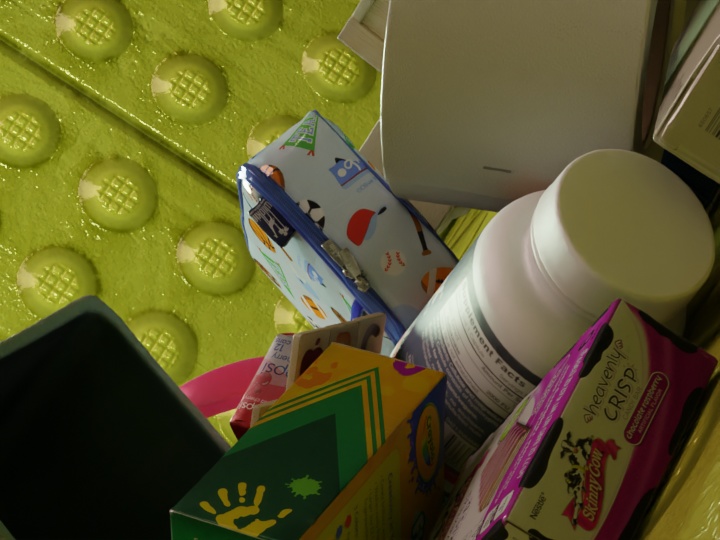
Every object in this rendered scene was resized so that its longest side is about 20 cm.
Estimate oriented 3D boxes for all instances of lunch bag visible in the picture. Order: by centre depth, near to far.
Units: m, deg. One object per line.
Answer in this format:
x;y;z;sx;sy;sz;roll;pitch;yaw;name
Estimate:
0.000;0.000;1.569;0.075;0.160;0.200;-39;-13;-8;lunch bag

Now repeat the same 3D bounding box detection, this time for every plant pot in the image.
-0.187;0.170;1.457;0.200;0.196;0.196;-45;-7;32;plant pot

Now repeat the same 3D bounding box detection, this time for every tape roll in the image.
0.099;-0.129;1.463;0.203;0.138;0.204;9;-90;-78;tape roll

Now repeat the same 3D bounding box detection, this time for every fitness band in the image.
-0.076;0.123;1.608;0.201;0.143;0.038;94;161;-50;fitness band

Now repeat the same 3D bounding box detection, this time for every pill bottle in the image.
0.101;0.028;1.393;0.120;0.119;0.200;-59;3;-40;pill bottle

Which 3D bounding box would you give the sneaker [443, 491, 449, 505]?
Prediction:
0.065;0.115;1.579;0.200;0.075;0.080;-36;-33;-76;sneaker

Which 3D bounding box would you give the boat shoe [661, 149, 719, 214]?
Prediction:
0.143;0.006;1.565;0.200;0.072;0.072;-48;-5;-10;boat shoe

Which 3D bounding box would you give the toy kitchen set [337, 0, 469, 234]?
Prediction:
0.091;-0.092;1.708;0.164;0.200;0.180;-56;-15;20;toy kitchen set

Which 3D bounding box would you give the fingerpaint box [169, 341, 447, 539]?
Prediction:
-0.023;0.166;1.349;0.167;0.073;0.201;-45;-38;-49;fingerpaint box

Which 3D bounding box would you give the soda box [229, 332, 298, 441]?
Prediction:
-0.011;0.122;1.534;0.070;0.063;0.200;-62;-28;-28;soda box

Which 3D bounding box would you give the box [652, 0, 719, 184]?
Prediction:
0.206;-0.100;1.387;0.069;0.082;0.200;-58;0;20;box

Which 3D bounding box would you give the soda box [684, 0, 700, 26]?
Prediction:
0.207;-0.173;1.640;0.068;0.064;0.200;-55;-22;22;soda box

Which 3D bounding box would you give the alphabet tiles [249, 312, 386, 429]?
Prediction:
-0.024;0.126;1.424;0.166;0.006;0.201;-10;-69;-62;alphabet tiles

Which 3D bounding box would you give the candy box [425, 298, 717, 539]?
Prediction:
0.083;0.117;1.279;0.137;0.061;0.200;-59;2;-33;candy box
